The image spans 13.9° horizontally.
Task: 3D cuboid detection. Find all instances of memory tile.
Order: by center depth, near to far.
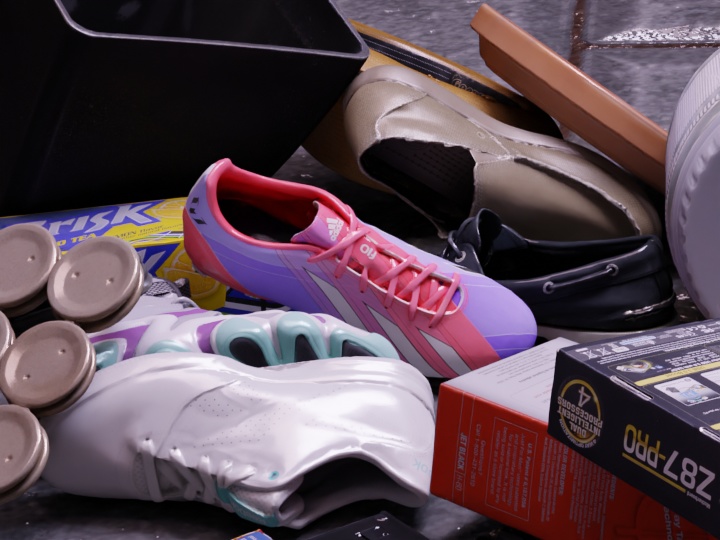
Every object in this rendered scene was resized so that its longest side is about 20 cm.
[{"bbox_3d":[-0.212,0.037,1.456,0.199,0.017,0.154,11,61,31],"label":"memory tile"}]

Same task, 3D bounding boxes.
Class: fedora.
[{"bbox_3d":[0.024,-0.091,1.792,0.199,0.082,0.201,22,9,-4],"label":"fedora"}]

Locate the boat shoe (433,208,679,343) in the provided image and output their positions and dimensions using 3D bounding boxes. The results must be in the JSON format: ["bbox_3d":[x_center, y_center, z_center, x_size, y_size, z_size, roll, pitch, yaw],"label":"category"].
[{"bbox_3d":[0.077,-0.001,1.621,0.198,0.067,0.074,7,24,23],"label":"boat shoe"}]

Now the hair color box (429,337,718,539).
[{"bbox_3d":[0.140,0.096,1.359,0.199,0.062,0.101,19,24,36],"label":"hair color box"}]

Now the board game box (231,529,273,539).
[{"bbox_3d":[-0.081,0.182,1.219,0.199,0.047,0.151,-17,27,-31],"label":"board game box"}]

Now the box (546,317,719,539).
[{"bbox_3d":[0.208,0.066,1.299,0.199,0.049,0.161,-9,24,-35],"label":"box"}]

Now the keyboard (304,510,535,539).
[{"bbox_3d":[0.054,0.153,1.313,0.126,0.021,0.200,-17,27,-29],"label":"keyboard"}]

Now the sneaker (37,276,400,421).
[{"bbox_3d":[-0.080,0.038,1.531,0.198,0.078,0.140,-3,23,-1],"label":"sneaker"}]

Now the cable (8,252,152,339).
[{"bbox_3d":[-0.193,0.046,1.498,0.199,0.051,0.097,-22,11,2],"label":"cable"}]

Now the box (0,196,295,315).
[{"bbox_3d":[-0.125,0.002,1.641,0.199,0.065,0.070,-7,22,-9],"label":"box"}]

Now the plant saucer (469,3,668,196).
[{"bbox_3d":[0.146,-0.089,1.746,0.200,0.032,0.200,36,5,-4],"label":"plant saucer"}]

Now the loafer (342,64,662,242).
[{"bbox_3d":[0.075,-0.043,1.670,0.199,0.076,0.068,24,42,-4],"label":"loafer"}]

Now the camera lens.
[{"bbox_3d":[0.241,-0.043,1.558,0.159,0.161,0.200,0,15,6],"label":"camera lens"}]

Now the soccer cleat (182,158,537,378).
[{"bbox_3d":[0.000,0.000,1.551,0.199,0.077,0.067,22,61,3],"label":"soccer cleat"}]

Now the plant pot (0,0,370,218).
[{"bbox_3d":[-0.146,-0.120,1.716,0.199,0.178,0.200,1,40,-36],"label":"plant pot"}]

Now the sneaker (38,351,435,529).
[{"bbox_3d":[-0.061,0.091,1.423,0.198,0.076,0.089,-6,42,0],"label":"sneaker"}]
